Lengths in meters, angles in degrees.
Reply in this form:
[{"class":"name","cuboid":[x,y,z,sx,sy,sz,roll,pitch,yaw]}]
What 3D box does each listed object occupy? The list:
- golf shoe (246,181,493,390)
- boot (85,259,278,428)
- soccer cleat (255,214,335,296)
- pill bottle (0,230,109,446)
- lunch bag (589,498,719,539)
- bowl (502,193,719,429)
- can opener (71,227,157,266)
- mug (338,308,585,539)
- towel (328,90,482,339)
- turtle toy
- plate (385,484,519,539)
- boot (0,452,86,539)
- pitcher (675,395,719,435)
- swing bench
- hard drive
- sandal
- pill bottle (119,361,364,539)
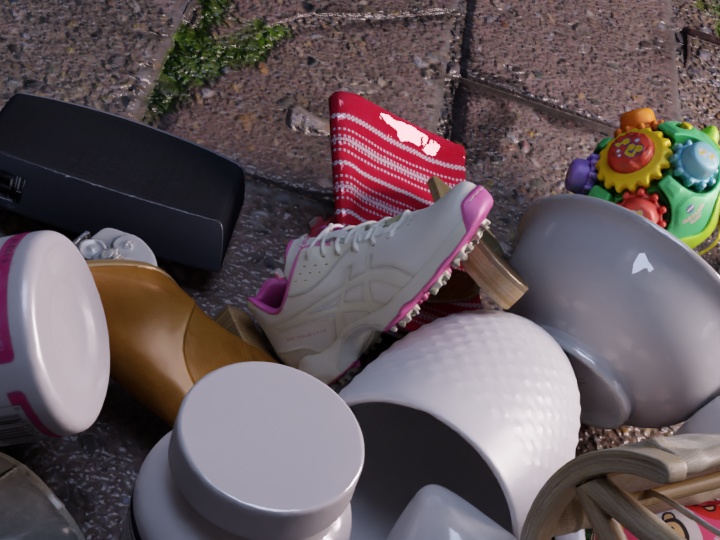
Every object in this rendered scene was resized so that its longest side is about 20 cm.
[{"class":"golf shoe","cuboid":[0.000,0.000,0.854,0.092,0.200,0.075,46,34,0]},{"class":"boot","cuboid":[-0.111,0.074,0.836,0.201,0.071,0.144,17,35,-45]},{"class":"soccer cleat","cuboid":[-0.013,0.001,1.011,0.077,0.066,0.200,58,32,-13]},{"class":"pill bottle","cuboid":[-0.252,0.049,0.752,0.199,0.114,0.114,-10,42,9]},{"class":"lunch bag","cuboid":[0.209,0.232,0.787,0.175,0.082,0.201,-1,46,-23]},{"class":"bowl","cuboid":[0.172,0.049,0.955,0.201,0.201,0.090,35,67,14]},{"class":"can opener","cuboid":[-0.210,0.040,0.879,0.053,0.067,0.200,33,50,19]},{"class":"mug","cuboid":[0.078,0.126,0.862,0.201,0.147,0.175,57,37,-6]},{"class":"towel","cuboid":[0.037,-0.034,1.018,0.144,0.022,0.201,22,50,-36]},{"class":"turtle toy","cuboid":[0.219,-0.053,1.101,0.200,0.101,0.146,-43,44,-4]},{"class":"plate","cuboid":[0.061,0.244,0.712,0.199,0.032,0.200,33,77,15]},{"class":"boot","cuboid":[-0.272,0.153,0.718,0.182,0.073,0.200,42,50,3]},{"class":"pitcher","cuboid":[0.321,0.172,0.937,0.171,0.121,0.200,-3,55,-54]},{"class":"swing bench","cuboid":[0.229,0.153,0.706,0.198,0.130,0.200,-7,45,-33]},{"class":"hard drive","cuboid":[-0.186,-0.071,1.001,0.199,0.043,0.135,18,29,-5]},{"class":"sandal","cuboid":[0.059,-0.007,0.950,0.078,0.070,0.212,44,8,-15]},{"class":"pill bottle","cuboid":[-0.070,0.148,0.711,0.115,0.201,0.116,12,42,-11]}]
